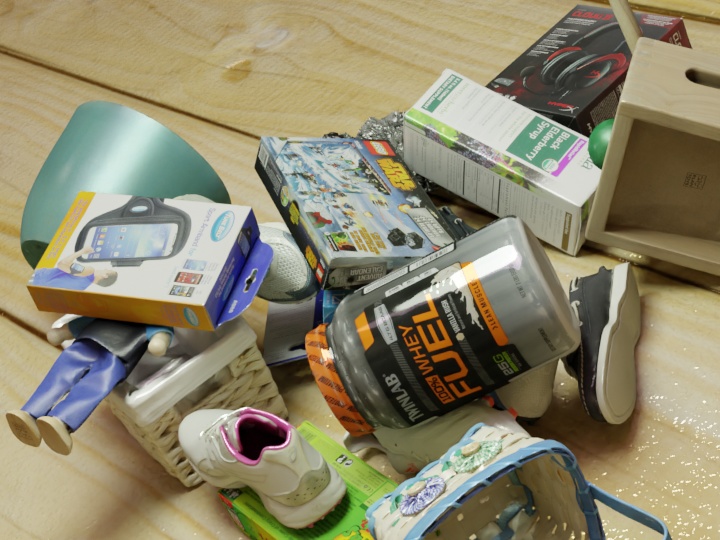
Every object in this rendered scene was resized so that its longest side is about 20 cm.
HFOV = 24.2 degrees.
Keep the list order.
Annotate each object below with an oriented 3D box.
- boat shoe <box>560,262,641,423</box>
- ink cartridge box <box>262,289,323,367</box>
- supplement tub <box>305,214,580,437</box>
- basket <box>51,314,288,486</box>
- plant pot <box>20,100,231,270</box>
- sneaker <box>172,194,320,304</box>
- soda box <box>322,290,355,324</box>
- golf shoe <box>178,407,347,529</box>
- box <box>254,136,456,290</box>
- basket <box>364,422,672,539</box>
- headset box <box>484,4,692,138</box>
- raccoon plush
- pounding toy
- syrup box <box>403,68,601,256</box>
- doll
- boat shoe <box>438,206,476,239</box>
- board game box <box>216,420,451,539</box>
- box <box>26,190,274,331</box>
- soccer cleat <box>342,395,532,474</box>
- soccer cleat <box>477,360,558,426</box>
[{"bbox_3d":[0.197,0.062,1.412,0.060,0.074,0.200,-11,33,20],"label":"boat shoe"},{"bbox_3d":[-0.042,0.032,1.641,0.095,0.037,0.200,-15,32,13],"label":"ink cartridge box"},{"bbox_3d":[0.064,0.050,1.344,0.200,0.123,0.123,-28,32,12],"label":"supplement tub"},{"bbox_3d":[-0.176,0.093,1.563,0.136,0.123,0.200,-35,34,-15],"label":"basket"},{"bbox_3d":[-0.262,-0.052,1.768,0.200,0.201,0.161,9,58,41],"label":"plant pot"},{"bbox_3d":[-0.126,-0.013,1.548,0.200,0.078,0.086,17,17,31],"label":"sneaker"},{"bbox_3d":[0.000,0.000,1.577,0.064,0.068,0.200,1,36,2],"label":"soda box"},{"bbox_3d":[-0.092,0.141,1.387,0.075,0.092,0.200,-44,36,-24],"label":"golf shoe"},{"bbox_3d":[-0.002,-0.055,1.544,0.137,0.040,0.200,-1,36,-24],"label":"box"},{"bbox_3d":[0.104,0.208,1.207,0.176,0.139,0.200,-36,35,-17],"label":"basket"},{"bbox_3d":[0.241,-0.198,1.742,0.200,0.075,0.149,-42,36,-24],"label":"headset box"},{"bbox_3d":[0.052,-0.102,1.689,0.134,0.097,0.200,4,19,37],"label":"raccoon plush"},{"bbox_3d":[0.278,-0.123,1.451,0.200,0.184,0.142,16,44,8],"label":"pounding toy"},{"bbox_3d":[0.144,-0.104,1.601,0.200,0.081,0.079,29,59,22],"label":"syrup box"},{"bbox_3d":[-0.226,0.071,1.468,0.136,0.048,0.200,8,45,38],"label":"doll"},{"bbox_3d":[0.102,-0.010,1.576,0.066,0.075,0.199,-17,25,-19],"label":"boat shoe"},{"bbox_3d":[-0.022,0.205,1.376,0.102,0.048,0.200,-38,35,-18],"label":"board game box"},{"bbox_3d":[-0.180,-0.009,1.474,0.200,0.041,0.119,4,49,22],"label":"box"},{"bbox_3d":[0.067,0.143,1.396,0.200,0.069,0.078,10,51,51],"label":"soccer cleat"},{"bbox_3d":[0.105,0.058,1.455,0.070,0.086,0.200,6,20,-38],"label":"soccer cleat"}]
